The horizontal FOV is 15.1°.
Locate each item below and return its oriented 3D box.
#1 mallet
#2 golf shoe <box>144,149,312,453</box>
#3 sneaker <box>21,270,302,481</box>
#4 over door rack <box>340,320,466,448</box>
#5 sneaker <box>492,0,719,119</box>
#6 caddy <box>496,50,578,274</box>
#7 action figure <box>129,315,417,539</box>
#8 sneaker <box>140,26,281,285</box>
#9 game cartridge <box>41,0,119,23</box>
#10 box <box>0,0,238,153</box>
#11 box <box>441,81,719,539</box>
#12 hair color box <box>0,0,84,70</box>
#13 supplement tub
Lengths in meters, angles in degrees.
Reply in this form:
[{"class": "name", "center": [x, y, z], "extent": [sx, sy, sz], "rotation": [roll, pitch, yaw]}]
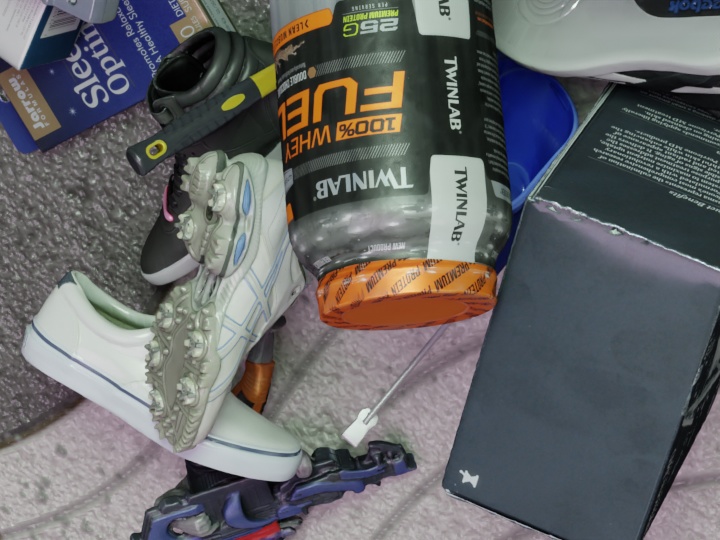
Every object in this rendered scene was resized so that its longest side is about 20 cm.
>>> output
[{"class": "mallet", "center": [-0.064, -0.125, 1.673], "extent": [0.066, 0.200, 0.041], "rotation": [66, 157, -4]}, {"class": "golf shoe", "center": [-0.072, 0.024, 1.682], "extent": [0.078, 0.097, 0.200], "rotation": [45, 126, 48]}, {"class": "sneaker", "center": [-0.122, 0.068, 1.753], "extent": [0.200, 0.073, 0.071], "rotation": [27, 106, 1]}, {"class": "over door rack", "center": [0.000, 0.000, 1.730], "extent": [0.148, 0.067, 0.200], "rotation": [40, 101, 2]}, {"class": "sneaker", "center": [0.167, -0.122, 1.539], "extent": [0.200, 0.112, 0.073], "rotation": [14, 78, 42]}, {"class": "caddy", "center": [0.044, -0.071, 1.606], "extent": [0.141, 0.200, 0.105], "rotation": [27, 130, 12]}, {"class": "action figure", "center": [-0.069, 0.111, 1.850], "extent": [0.200, 0.105, 0.194], "rotation": [-11, 118, -4]}, {"class": "sneaker", "center": [-0.110, -0.080, 1.749], "extent": [0.099, 0.071, 0.200], "rotation": [26, 120, -26]}, {"class": "game cartridge", "center": [-0.218, -0.245, 1.652], "extent": [0.200, 0.038, 0.130], "rotation": [26, 118, 29]}, {"class": "box", "center": [-0.187, -0.157, 1.790], "extent": [0.200, 0.032, 0.121], "rotation": [-24, 102, 31]}, {"class": "box", "center": [0.150, 0.023, 1.544], "extent": [0.124, 0.197, 0.200], "rotation": [22, 121, 12]}, {"class": "hair color box", "center": [-0.259, -0.226, 1.746], "extent": [0.200, 0.060, 0.100], "rotation": [36, 116, 17]}, {"class": "supplement tub", "center": [0.017, -0.075, 1.461], "extent": [0.122, 0.122, 0.200], "rotation": [-12, 76, 27]}]
